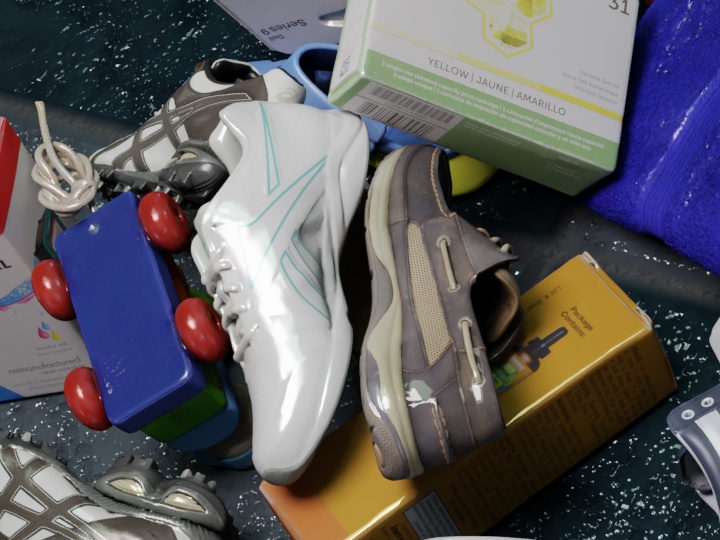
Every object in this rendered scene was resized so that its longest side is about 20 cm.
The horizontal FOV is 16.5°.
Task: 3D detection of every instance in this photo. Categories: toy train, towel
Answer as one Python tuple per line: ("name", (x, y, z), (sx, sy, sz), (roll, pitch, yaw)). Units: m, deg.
("toy train", (-0.108, 0.007, 1.294), (0.085, 0.116, 0.200), (-31, 54, 13))
("towel", (0.178, -0.080, 1.233), (0.148, 0.050, 0.200), (-51, 27, -3))

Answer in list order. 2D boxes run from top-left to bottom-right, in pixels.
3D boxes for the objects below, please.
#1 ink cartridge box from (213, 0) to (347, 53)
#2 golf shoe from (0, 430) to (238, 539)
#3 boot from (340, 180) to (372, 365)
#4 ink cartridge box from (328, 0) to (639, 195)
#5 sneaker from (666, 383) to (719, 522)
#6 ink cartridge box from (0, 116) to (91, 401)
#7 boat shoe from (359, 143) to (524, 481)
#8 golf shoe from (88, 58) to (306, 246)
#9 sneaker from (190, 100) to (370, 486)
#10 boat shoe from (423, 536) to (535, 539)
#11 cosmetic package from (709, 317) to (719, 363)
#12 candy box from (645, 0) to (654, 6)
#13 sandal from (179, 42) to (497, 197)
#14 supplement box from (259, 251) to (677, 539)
("ink cartridge box", (0.003, -0.234, 1.389), (0.145, 0.087, 0.200), (-10, 57, 38))
("golf shoe", (-0.163, 0.137, 1.249), (0.200, 0.078, 0.095), (6, 57, 29))
("boot", (0.000, 0.000, 1.300), (0.075, 0.074, 0.200), (-48, 52, -4))
("ink cartridge box", (0.070, -0.153, 1.268), (0.048, 0.145, 0.200), (-37, 38, 59))
("sneaker", (0.196, 0.040, 1.174), (0.108, 0.070, 0.200), (-13, 53, 13))
("ink cartridge box", (-0.218, -0.012, 1.317), (0.116, 0.200, 0.067), (-10, 51, 18))
("boat shoe", (0.043, 0.017, 1.185), (0.073, 0.075, 0.200), (-6, 47, 9))
("golf shoe", (-0.083, -0.065, 1.344), (0.200, 0.078, 0.095), (5, 63, 61))
("sneaker", (-0.046, 0.008, 1.203), (0.080, 0.070, 0.200), (12, 63, -17))
("boat shoe", (0.081, 0.168, 1.132), (0.200, 0.072, 0.066), (1, 50, 15))
("cosmetic package", (0.265, 0.008, 1.088), (0.200, 0.102, 0.074), (-17, 68, -24))
("candy box", (0.243, -0.227, 1.370), (0.115, 0.055, 0.200), (16, 62, 34))
("sandal", (-0.019, -0.096, 1.370), (0.200, 0.087, 0.080), (2, 57, 29))
("supplement box", (0.054, 0.081, 1.211), (0.200, 0.069, 0.067), (-36, 48, -3))
